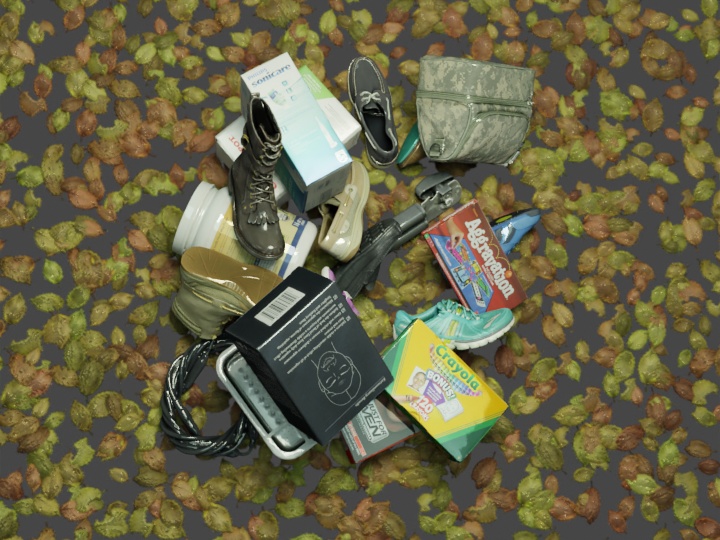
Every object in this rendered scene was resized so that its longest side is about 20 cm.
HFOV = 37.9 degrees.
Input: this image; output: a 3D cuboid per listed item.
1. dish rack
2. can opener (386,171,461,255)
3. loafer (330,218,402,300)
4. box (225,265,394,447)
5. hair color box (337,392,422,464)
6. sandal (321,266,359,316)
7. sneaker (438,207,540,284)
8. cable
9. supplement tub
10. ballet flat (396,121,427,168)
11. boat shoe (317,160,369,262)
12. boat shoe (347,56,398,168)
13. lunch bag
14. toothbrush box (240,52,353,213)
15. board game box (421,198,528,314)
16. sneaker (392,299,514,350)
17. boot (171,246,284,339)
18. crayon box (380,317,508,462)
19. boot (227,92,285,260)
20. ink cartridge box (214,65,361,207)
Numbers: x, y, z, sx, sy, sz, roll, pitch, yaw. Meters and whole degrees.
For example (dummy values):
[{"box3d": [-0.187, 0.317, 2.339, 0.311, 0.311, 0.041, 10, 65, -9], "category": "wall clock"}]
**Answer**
[{"box3d": [-0.108, 0.176, 1.620, 0.171, 0.044, 0.200, -35, 77, -16], "category": "dish rack"}, {"box3d": [0.083, -0.095, 1.761, 0.199, 0.053, 0.067, -33, 52, -12], "category": "can opener"}, {"box3d": [0.000, 0.000, 1.691, 0.070, 0.068, 0.201, 38, 104, -20], "category": "loafer"}, {"box3d": [-0.071, 0.122, 1.510, 0.148, 0.107, 0.201, -41, 120, -19], "category": "box"}, {"box3d": [0.056, 0.222, 1.678, 0.199, 0.061, 0.102, -25, 82, -12], "category": "hair color box"}, {"box3d": [-0.026, 0.067, 1.640, 0.049, 0.203, 0.083, -9, 47, 2], "category": "sandal"}, {"box3d": [0.222, -0.038, 1.757, 0.199, 0.066, 0.079, -29, 97, -13], "category": "sneaker"}, {"box3d": [-0.231, 0.194, 1.656, 0.162, 0.051, 0.201, 4, 73, 1], "category": "cable"}, {"box3d": [-0.182, -0.045, 1.657, 0.199, 0.144, 0.145, 24, 76, -3], "category": "supplement tub"}, {"box3d": [0.128, -0.252, 1.791, 0.072, 0.068, 0.201, 28, 71, -21], "category": "ballet flat"}, {"box3d": [-0.032, -0.107, 1.696, 0.065, 0.072, 0.201, 25, 49, -24], "category": "boat shoe"}, {"box3d": [0.026, -0.276, 1.774, 0.072, 0.063, 0.201, -10, 80, -9], "category": "boat shoe"}, {"box3d": [0.188, -0.258, 1.722, 0.199, 0.139, 0.169, -5, 106, -48], "category": "lunch bag"}, {"box3d": [-0.102, -0.208, 1.611, 0.085, 0.146, 0.201, -28, 82, -12], "category": "toothbrush box"}, {"box3d": [0.188, -0.007, 1.706, 0.103, 0.019, 0.201, -33, 114, -3], "category": "board game box"}, {"box3d": [0.150, 0.086, 1.690, 0.199, 0.078, 0.080, -9, 104, -1], "category": "sneaker"}, {"box3d": [-0.191, 0.057, 1.606, 0.199, 0.156, 0.073, 23, 52, -3], "category": "boot"}, {"box3d": [0.116, 0.186, 1.629, 0.200, 0.058, 0.119, 44, 79, 0], "category": "crayon box"}, {"box3d": [-0.146, -0.134, 1.529, 0.069, 0.174, 0.201, -10, 63, -24], "category": "boot"}, {"box3d": [-0.121, -0.214, 1.730, 0.200, 0.084, 0.146, -41, 86, -13], "category": "ink cartridge box"}]
